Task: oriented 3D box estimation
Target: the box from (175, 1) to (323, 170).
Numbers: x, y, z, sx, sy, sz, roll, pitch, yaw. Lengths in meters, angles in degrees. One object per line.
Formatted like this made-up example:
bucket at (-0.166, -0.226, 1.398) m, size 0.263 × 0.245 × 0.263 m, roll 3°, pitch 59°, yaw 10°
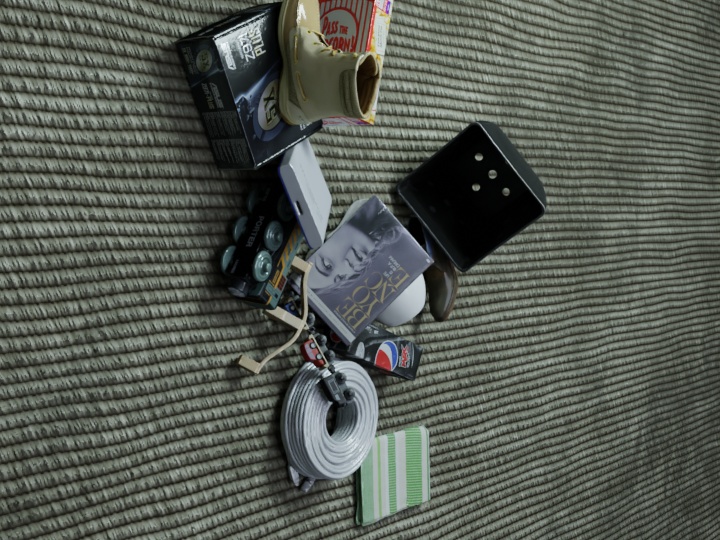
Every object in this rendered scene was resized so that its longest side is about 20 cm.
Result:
box at (-0.158, -0.271, 1.536) m, size 0.164 × 0.086 × 0.201 m, roll -37°, pitch 121°, yaw -41°

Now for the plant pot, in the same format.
plant pot at (0.218, -0.151, 1.891) m, size 0.200 × 0.200 × 0.177 m, roll 51°, pitch 28°, yaw -2°

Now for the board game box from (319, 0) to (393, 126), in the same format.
board game box at (-0.034, -0.326, 1.632) m, size 0.046 × 0.151 × 0.202 m, roll 17°, pitch 80°, yaw -49°

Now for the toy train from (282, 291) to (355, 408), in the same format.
toy train at (-0.072, 0.127, 1.655) m, size 0.046 × 0.034 × 0.201 m, roll -26°, pitch 85°, yaw -22°

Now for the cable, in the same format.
cable at (-0.050, 0.243, 1.720) m, size 0.200 × 0.069 × 0.201 m, roll -38°, pitch 121°, yaw -42°

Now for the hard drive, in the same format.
hard drive at (-0.082, -0.128, 1.591) m, size 0.200 × 0.025 × 0.133 m, roll -84°, pitch 154°, yaw -68°

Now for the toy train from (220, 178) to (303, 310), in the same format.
toy train at (-0.141, -0.037, 1.587) m, size 0.114 × 0.085 × 0.201 m, roll 56°, pitch 48°, yaw -53°

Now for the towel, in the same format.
towel at (0.060, 0.368, 1.900) m, size 0.199 × 0.023 × 0.154 m, roll -6°, pitch 97°, yaw -48°

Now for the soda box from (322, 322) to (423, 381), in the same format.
soda box at (0.022, 0.132, 1.796) m, size 0.200 × 0.070 × 0.064 m, roll 28°, pitch 75°, yaw -47°

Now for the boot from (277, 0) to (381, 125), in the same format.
boot at (-0.043, -0.310, 1.482) m, size 0.073 × 0.155 × 0.202 m, roll 3°, pitch 90°, yaw -51°

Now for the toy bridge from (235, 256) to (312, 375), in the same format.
toy bridge at (-0.119, 0.072, 1.621) m, size 0.067 × 0.027 × 0.201 m, roll 30°, pitch 71°, yaw -10°

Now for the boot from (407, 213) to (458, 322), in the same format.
boot at (0.124, -0.009, 1.917) m, size 0.097 × 0.074 × 0.202 m, roll 13°, pitch 73°, yaw -40°

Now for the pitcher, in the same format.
pitcher at (0.009, 0.007, 1.752) m, size 0.171 × 0.121 × 0.201 m, roll -40°, pitch 113°, yaw -18°

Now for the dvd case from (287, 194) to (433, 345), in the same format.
dvd case at (0.000, 0.000, 1.689) m, size 0.200 × 0.016 × 0.149 m, roll -44°, pitch 101°, yaw -5°
